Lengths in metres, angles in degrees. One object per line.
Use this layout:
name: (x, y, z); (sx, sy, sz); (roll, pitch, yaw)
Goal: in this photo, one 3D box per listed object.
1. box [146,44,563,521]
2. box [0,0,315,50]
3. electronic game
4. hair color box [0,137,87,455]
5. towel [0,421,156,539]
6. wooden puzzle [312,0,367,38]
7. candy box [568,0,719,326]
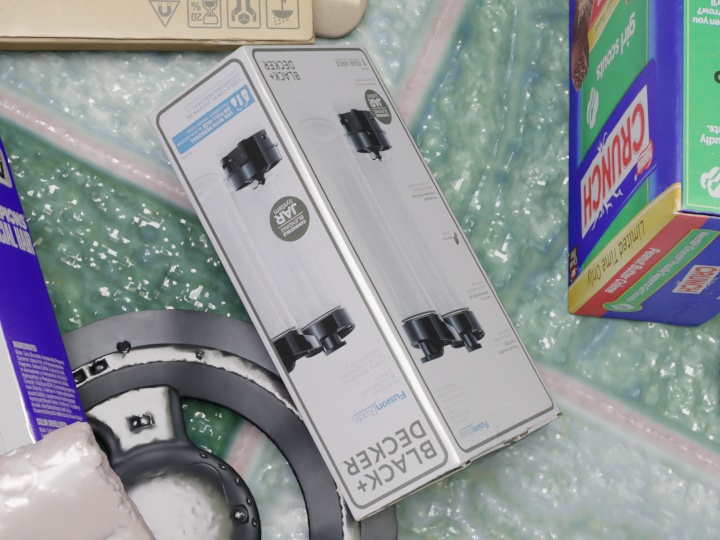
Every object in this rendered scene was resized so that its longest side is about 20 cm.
box: (0.000, 0.000, 0.777); (0.200, 0.060, 0.117); (61, 27, 7)
box: (-0.123, -0.184, 0.818); (0.200, 0.021, 0.164); (-1, 83, -12)
electronic game: (-0.083, 0.115, 0.763); (0.200, 0.042, 0.200); (2, 78, -7)
hair color box: (-0.180, 0.044, 0.719); (0.109, 0.065, 0.200); (-22, 77, 13)
towel: (-0.153, 0.164, 0.654); (0.200, 0.191, 0.032); (-29, 41, -5)
wooden puzzle: (-0.074, -0.226, 0.870); (0.185, 0.037, 0.200); (12, 77, -10)
candy box: (0.152, -0.090, 0.815); (0.077, 0.169, 0.200); (4, 73, -9)
